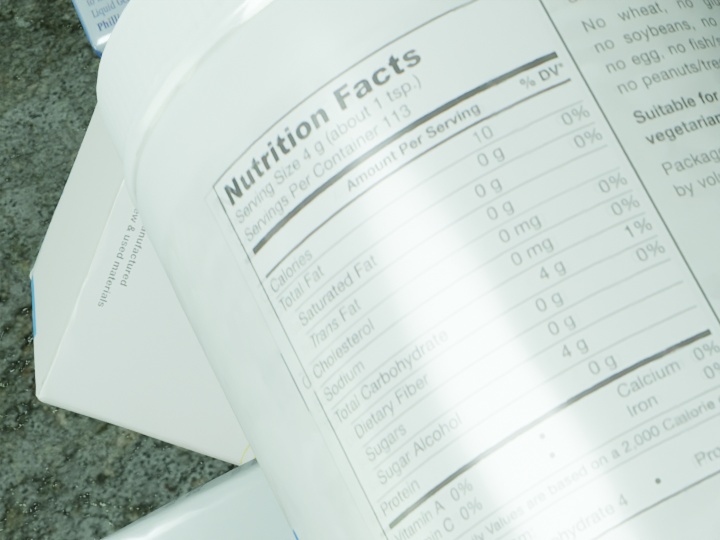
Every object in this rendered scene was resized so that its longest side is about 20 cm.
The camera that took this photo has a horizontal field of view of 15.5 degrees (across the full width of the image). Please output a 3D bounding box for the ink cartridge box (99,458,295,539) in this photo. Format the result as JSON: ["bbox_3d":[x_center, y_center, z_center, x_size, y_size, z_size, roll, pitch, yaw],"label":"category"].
[{"bbox_3d":[0.045,0.098,0.780,0.145,0.199,0.145,77,168,-87],"label":"ink cartridge box"}]

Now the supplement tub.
[{"bbox_3d":[0.046,0.024,0.499,0.201,0.131,0.132,63,180,21],"label":"supplement tub"}]

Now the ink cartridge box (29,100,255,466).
[{"bbox_3d":[0.000,0.000,0.913,0.199,0.126,0.129,19,-167,-14],"label":"ink cartridge box"}]

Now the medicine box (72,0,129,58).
[{"bbox_3d":[-0.079,-0.169,1.106,0.182,0.102,0.201,53,-168,-74],"label":"medicine box"}]
